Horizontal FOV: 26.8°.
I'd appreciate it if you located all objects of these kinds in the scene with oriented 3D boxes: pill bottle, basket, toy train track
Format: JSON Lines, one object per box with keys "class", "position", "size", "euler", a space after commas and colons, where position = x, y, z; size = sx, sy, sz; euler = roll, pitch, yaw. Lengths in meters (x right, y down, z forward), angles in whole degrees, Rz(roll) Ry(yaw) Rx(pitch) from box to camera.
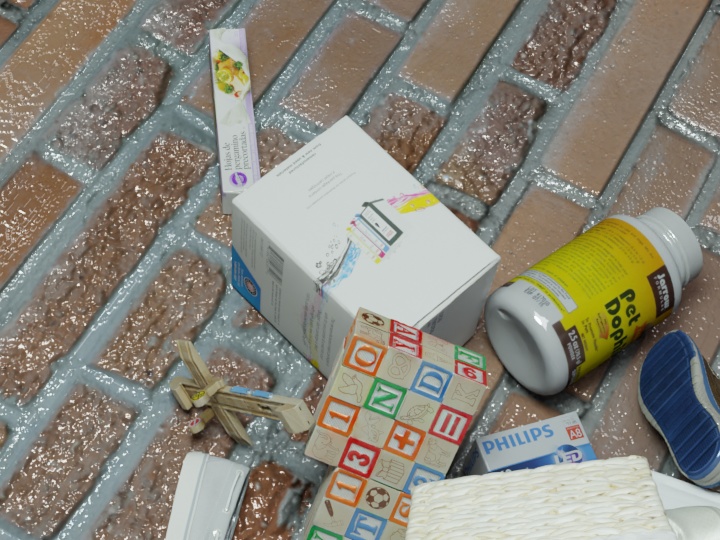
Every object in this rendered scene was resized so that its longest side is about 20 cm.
{"class": "pill bottle", "position": [0.218, 0.022, 1.391], "size": [0.199, 0.110, 0.109], "euler": [-32, 67, -21]}
{"class": "basket", "position": [0.138, 0.254, 1.079], "size": [0.197, 0.200, 0.161], "euler": [-9, 20, 9]}
{"class": "toy train track", "position": [-0.110, 0.117, 1.272], "size": [0.033, 0.199, 0.115], "euler": [-42, 116, -28]}

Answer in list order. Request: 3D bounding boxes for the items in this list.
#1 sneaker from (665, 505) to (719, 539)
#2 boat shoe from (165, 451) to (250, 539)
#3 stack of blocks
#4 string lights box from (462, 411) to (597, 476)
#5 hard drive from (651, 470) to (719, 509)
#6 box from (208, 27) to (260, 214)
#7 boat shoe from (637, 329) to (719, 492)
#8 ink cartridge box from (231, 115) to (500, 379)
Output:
{"class": "sneaker", "position": [0.199, 0.225, 1.186], "size": [0.198, 0.081, 0.076], "euler": [-17, 47, 4]}
{"class": "boat shoe", "position": [-0.129, 0.247, 1.251], "size": [0.068, 0.072, 0.202], "euler": [7, 50, -1]}
{"class": "stack of blocks", "position": [0.013, 0.146, 1.239], "size": [0.114, 0.202, 0.059], "euler": [21, 20, -4]}
{"class": "string lights box", "position": [0.172, 0.231, 1.289], "size": [0.102, 0.059, 0.202], "euler": [-13, 62, -17]}
{"class": "hard drive", "position": [0.257, 0.269, 1.229], "size": [0.130, 0.027, 0.202], "euler": [18, 58, 2]}
{"class": "box", "position": [-0.126, -0.151, 1.499], "size": [0.038, 0.042, 0.202], "euler": [-4, 61, -7]}
{"class": "boat shoe", "position": [0.302, 0.132, 1.342], "size": [0.072, 0.072, 0.201], "euler": [33, 26, -22]}
{"class": "ink cartridge box", "position": [0.000, 0.000, 1.360], "size": [0.144, 0.148, 0.200], "euler": [-38, 70, -24]}
